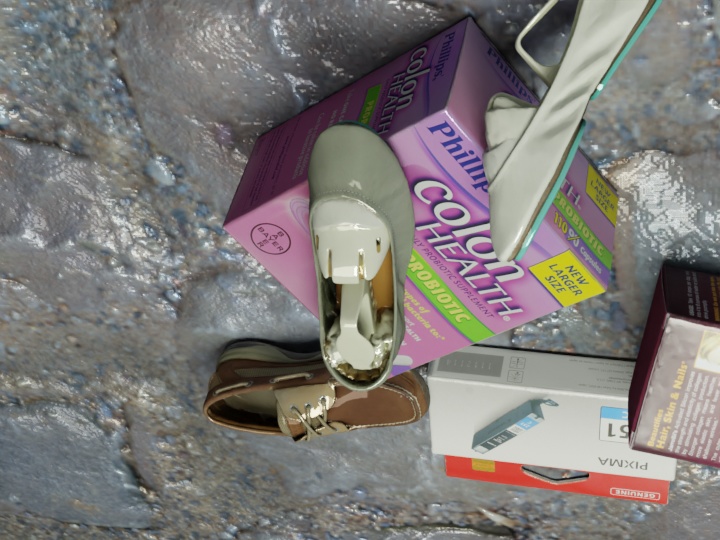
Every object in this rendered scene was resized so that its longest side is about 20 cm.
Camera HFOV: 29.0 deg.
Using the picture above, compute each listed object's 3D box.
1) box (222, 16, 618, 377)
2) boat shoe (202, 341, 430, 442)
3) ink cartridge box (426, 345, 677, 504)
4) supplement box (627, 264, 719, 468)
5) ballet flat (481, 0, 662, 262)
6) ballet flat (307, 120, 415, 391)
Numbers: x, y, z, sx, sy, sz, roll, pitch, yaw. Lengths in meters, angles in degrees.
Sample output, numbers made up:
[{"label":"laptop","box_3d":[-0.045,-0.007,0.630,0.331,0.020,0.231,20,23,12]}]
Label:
[{"label":"box","box_3d":[0.042,-0.040,0.944,0.199,0.097,0.176,-25,123,35]},{"label":"boat shoe","box_3d":[-0.039,0.107,1.117,0.198,0.072,0.076,-1,127,30]},{"label":"ink cartridge box","box_3d":[0.157,0.141,1.132,0.197,0.045,0.177,5,135,13]},{"label":"supplement box","box_3d":[0.296,0.079,0.975,0.198,0.086,0.111,12,116,5]},{"label":"ballet flat","box_3d":[0.111,-0.104,0.819,0.069,0.201,0.069,28,180,0]},{"label":"ballet flat","box_3d":[0.000,0.000,0.881,0.067,0.064,0.201,6,135,12]}]
